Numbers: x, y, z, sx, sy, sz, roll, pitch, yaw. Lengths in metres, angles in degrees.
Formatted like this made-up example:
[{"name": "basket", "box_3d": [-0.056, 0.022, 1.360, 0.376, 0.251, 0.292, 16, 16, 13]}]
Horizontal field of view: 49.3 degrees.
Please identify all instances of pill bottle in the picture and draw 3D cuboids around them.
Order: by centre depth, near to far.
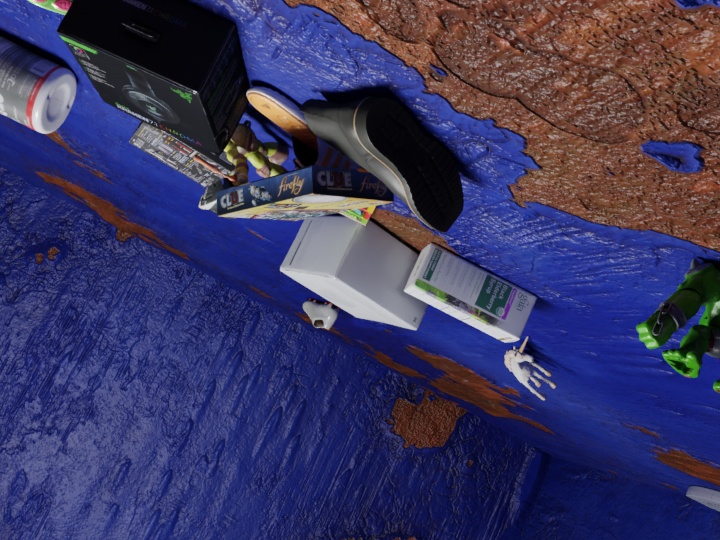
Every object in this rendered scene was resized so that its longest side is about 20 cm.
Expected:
[{"name": "pill bottle", "box_3d": [-0.581, -0.316, 1.279, 0.199, 0.115, 0.114, 26, 168, 1]}]

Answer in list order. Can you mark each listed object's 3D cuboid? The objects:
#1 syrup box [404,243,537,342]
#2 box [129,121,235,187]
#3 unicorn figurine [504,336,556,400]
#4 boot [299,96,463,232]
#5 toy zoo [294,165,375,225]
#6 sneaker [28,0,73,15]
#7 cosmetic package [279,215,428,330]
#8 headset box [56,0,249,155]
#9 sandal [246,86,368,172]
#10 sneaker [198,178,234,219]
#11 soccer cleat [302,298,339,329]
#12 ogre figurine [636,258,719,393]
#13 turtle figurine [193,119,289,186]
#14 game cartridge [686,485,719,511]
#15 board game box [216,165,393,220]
[{"name": "syrup box", "box_3d": [0.180, 0.039, 1.292, 0.199, 0.079, 0.081, 27, 168, -4]}, {"name": "box", "box_3d": [-0.291, -0.207, 1.296, 0.157, 0.050, 0.200, 30, 167, -19]}, {"name": "unicorn figurine", "box_3d": [0.350, 0.206, 1.661, 0.137, 0.074, 0.200, 38, 173, -5]}, {"name": "boot", "box_3d": [0.028, -0.132, 0.920, 0.138, 0.078, 0.200, 20, 156, 48]}, {"name": "toy zoo", "box_3d": [-0.037, -0.120, 1.176, 0.130, 0.021, 0.200, 26, 172, -2]}, {"name": "sneaker", "box_3d": [-0.388, -0.353, 0.853, 0.199, 0.077, 0.084, 32, -176, -15]}, {"name": "cosmetic package", "box_3d": [0.000, 0.000, 1.397, 0.199, 0.124, 0.199, 33, 168, -31]}, {"name": "headset box", "box_3d": [-0.231, -0.241, 0.914, 0.173, 0.093, 0.200, 25, 168, 2]}, {"name": "sandal", "box_3d": [-0.071, -0.158, 1.014, 0.206, 0.060, 0.079, 31, 167, -27]}, {"name": "sneaker", "box_3d": [-0.256, -0.140, 1.495, 0.084, 0.075, 0.200, 23, 179, -15]}, {"name": "soccer cleat", "box_3d": [-0.132, 0.133, 2.372, 0.069, 0.078, 0.200, 31, 168, -25]}, {"name": "ogre figurine", "box_3d": [0.399, 0.068, 0.854, 0.199, 0.121, 0.098, 23, 164, 7]}, {"name": "turtle figurine", "box_3d": [-0.166, -0.178, 1.084, 0.161, 0.064, 0.201, 24, -155, -45]}, {"name": "game cartridge", "box_3d": [1.074, 0.693, 2.353, 0.132, 0.041, 0.200, 23, 168, -4]}, {"name": "board game box", "box_3d": [-0.074, -0.095, 1.002, 0.135, 0.035, 0.199, 1, 175, -44]}]
